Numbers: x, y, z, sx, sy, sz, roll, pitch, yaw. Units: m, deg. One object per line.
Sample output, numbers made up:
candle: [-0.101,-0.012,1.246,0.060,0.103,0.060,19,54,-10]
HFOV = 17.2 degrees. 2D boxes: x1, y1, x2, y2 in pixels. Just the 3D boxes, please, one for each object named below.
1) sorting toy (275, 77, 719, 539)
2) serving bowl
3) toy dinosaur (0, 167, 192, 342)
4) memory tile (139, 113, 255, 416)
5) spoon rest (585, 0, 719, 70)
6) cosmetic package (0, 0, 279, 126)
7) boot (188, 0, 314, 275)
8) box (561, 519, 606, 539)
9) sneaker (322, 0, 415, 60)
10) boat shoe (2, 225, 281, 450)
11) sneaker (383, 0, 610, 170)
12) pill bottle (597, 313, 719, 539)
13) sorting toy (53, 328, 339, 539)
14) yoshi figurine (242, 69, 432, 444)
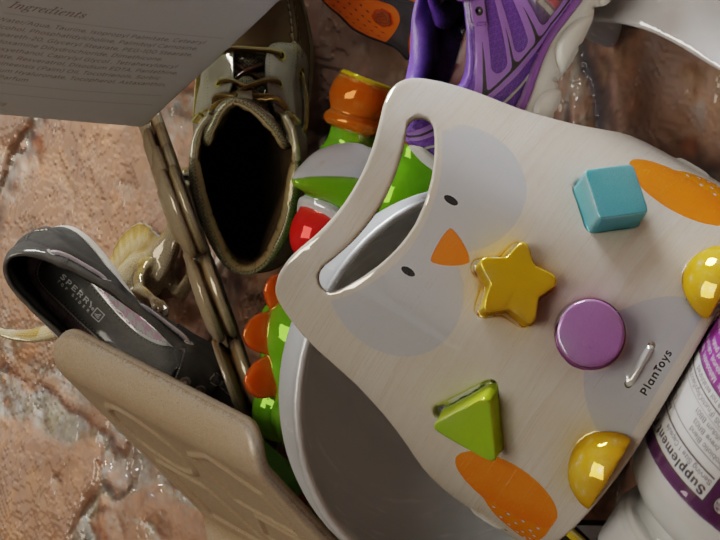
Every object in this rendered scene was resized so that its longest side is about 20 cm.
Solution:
sorting toy: [0.063,0.006,1.111,0.201,0.179,0.107,-59,3,-1]
serving bowl: [0.040,0.053,1.198,0.066,0.199,0.201,17,100,58]
toy dinosaur: [-0.151,0.021,1.506,0.200,0.058,0.102,-40,45,29]
memory tile: [-0.092,-0.007,1.350,0.200,0.017,0.154,-119,9,-71]
spoon rest: [0.179,-0.131,1.157,0.199,0.060,0.100,4,90,47]
cosmetic package: [-0.145,-0.196,1.230,0.200,0.166,0.168,-36,61,43]
boot: [-0.063,-0.097,1.339,0.155,0.072,0.201,-75,-16,-88]
box: [0.124,0.252,1.196,0.160,0.049,0.201,40,115,38]
sneaker: [0.013,-0.195,1.263,0.112,0.078,0.201,1,119,35]
boat shoe: [-0.135,0.051,1.416,0.200,0.057,0.067,42,111,9]
sneaker: [0.073,-0.143,1.151,0.080,0.083,0.201,11,75,52]
pill bottle: [0.194,0.073,1.089,0.112,0.112,0.201,52,123,35]
sorting toy: [-0.067,0.119,1.333,0.185,0.200,0.037,23,65,44]
yoshi figurine: [0.007,0.003,1.271,0.111,0.112,0.201,20,88,1]
